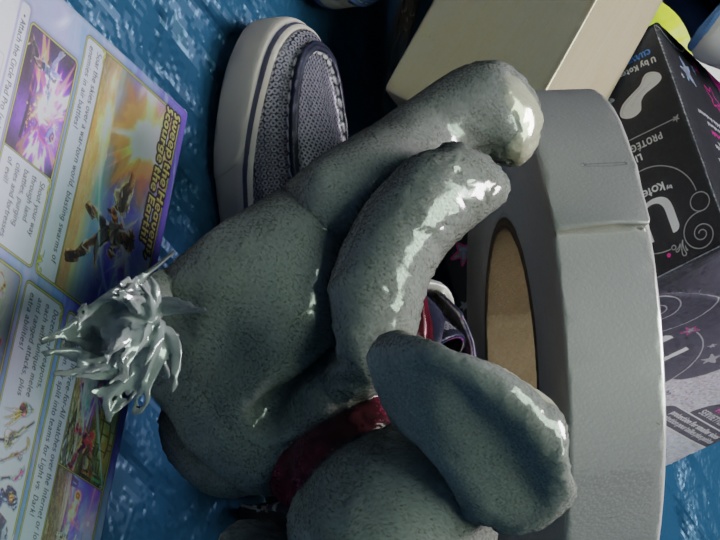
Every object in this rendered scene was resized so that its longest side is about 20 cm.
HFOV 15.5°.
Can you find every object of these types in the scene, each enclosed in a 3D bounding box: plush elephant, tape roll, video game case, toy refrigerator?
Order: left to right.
[{"bbox_3d":[-0.133,0.000,0.830,0.181,0.045,0.201,41,53,-53],"label":"video game case"},{"bbox_3d":[0.003,0.049,0.864,0.155,0.165,0.200,53,35,5],"label":"plush elephant"},{"bbox_3d":[0.073,0.033,0.978,0.203,0.037,0.204,177,-90,-84],"label":"tape roll"},{"bbox_3d":[0.090,-0.138,1.091,0.201,0.070,0.076,-61,159,-5],"label":"toy refrigerator"}]

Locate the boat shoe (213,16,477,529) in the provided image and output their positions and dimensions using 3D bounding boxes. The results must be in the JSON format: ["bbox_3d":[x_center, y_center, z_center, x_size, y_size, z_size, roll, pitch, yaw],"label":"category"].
[{"bbox_3d":[0.000,0.000,1.019,0.075,0.092,0.201,-2,89,-60],"label":"boat shoe"}]

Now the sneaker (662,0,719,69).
[{"bbox_3d":[0.157,-0.167,1.167,0.082,0.074,0.201,0,54,-27],"label":"sneaker"}]

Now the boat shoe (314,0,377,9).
[{"bbox_3d":[0.040,-0.182,1.125,0.072,0.072,0.201,61,39,-38],"label":"boat shoe"}]

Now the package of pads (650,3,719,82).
[{"bbox_3d":[0.127,-0.147,1.280,0.200,0.068,0.155,58,40,-40],"label":"package of pads"}]

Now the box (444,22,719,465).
[{"bbox_3d":[0.133,-0.002,1.190,0.200,0.132,0.115,32,36,-55],"label":"box"}]
